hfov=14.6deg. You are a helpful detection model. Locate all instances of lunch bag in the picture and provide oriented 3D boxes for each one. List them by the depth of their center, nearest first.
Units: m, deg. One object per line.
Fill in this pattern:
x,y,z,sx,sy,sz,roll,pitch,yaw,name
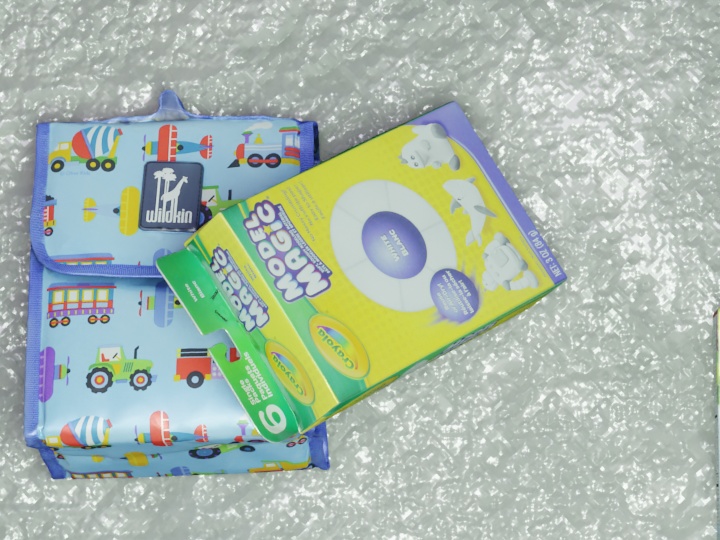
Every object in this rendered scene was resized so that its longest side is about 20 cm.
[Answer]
-0.095,0.003,1.487,0.150,0.094,0.200,-3,72,3,lunch bag

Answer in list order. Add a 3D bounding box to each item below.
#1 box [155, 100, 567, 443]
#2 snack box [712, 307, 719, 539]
0.000,0.000,1.435,0.200,0.048,0.117,-28,82,-36,box
0.285,0.089,1.461,0.200,0.053,0.143,-1,86,4,snack box
